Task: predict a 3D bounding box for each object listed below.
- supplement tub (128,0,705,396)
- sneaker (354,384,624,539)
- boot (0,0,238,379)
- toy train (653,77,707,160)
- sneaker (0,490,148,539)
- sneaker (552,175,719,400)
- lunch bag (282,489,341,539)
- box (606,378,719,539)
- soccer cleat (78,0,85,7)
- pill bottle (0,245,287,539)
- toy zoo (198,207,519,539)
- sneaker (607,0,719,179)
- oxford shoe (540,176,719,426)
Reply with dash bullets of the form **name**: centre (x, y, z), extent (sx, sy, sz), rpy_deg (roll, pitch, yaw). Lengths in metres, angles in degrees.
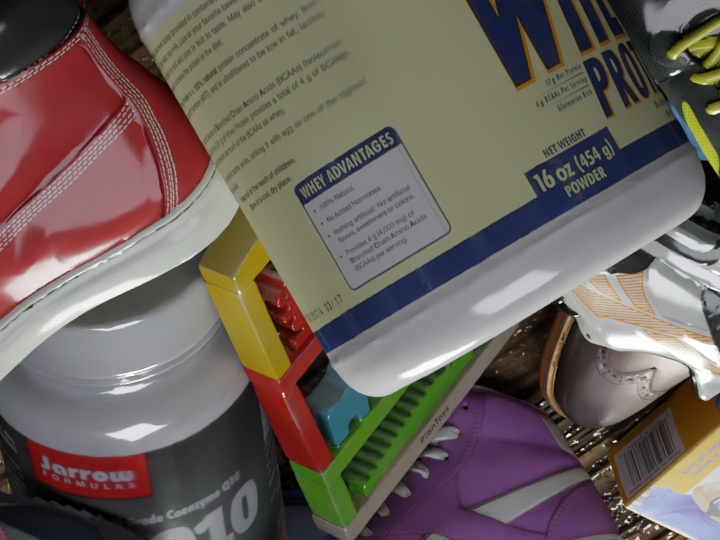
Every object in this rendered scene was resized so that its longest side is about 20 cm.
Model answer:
- **supplement tub**: centre (0.011, -0.074, 0.895), extent (0.145, 0.145, 0.200), rpy_deg (-31, 89, 16)
- **sneaker**: centre (0.017, 0.110, 1.150), extent (0.200, 0.115, 0.073), rpy_deg (-8, 156, -37)
- **boot**: centre (-0.161, -0.027, 0.925), extent (0.200, 0.073, 0.144), rpy_deg (-34, 126, 14)
- **toy train**: centre (0.175, -0.118, 0.997), extent (0.199, 0.087, 0.115), rpy_deg (-17, 130, 3)
- **sneaker**: centre (-0.170, 0.129, 1.029), extent (0.199, 0.082, 0.070), rpy_deg (11, 137, -3)
- **sneaker**: centre (0.086, -0.013, 1.022), extent (0.200, 0.074, 0.080), rpy_deg (29, 120, -14)
- **lunch bag**: centre (-0.058, 0.190, 1.240), extent (0.160, 0.083, 0.200), rpy_deg (0, 134, -13)
- **box**: centre (0.229, 0.098, 1.253), extent (0.200, 0.042, 0.119), rpy_deg (27, 122, -31)
- **soccer cleat**: centre (-0.178, -0.138, 0.909), extent (0.199, 0.068, 0.073), rpy_deg (17, 108, -27)
- **pill bottle**: centre (-0.093, 0.058, 1.079), extent (0.113, 0.114, 0.200), rpy_deg (-10, 135, -4)
- **toy zoo**: centre (0.000, 0.000, 1.053), extent (0.131, 0.020, 0.200), rpy_deg (-51, 142, -25)
- **sneaker**: centre (0.149, -0.062, 0.932), extent (0.074, 0.085, 0.200), rpy_deg (-34, 121, 17)
- **oxford shoe**: centre (0.151, 0.009, 1.110), extent (0.071, 0.073, 0.200), rpy_deg (22, 125, -32)
